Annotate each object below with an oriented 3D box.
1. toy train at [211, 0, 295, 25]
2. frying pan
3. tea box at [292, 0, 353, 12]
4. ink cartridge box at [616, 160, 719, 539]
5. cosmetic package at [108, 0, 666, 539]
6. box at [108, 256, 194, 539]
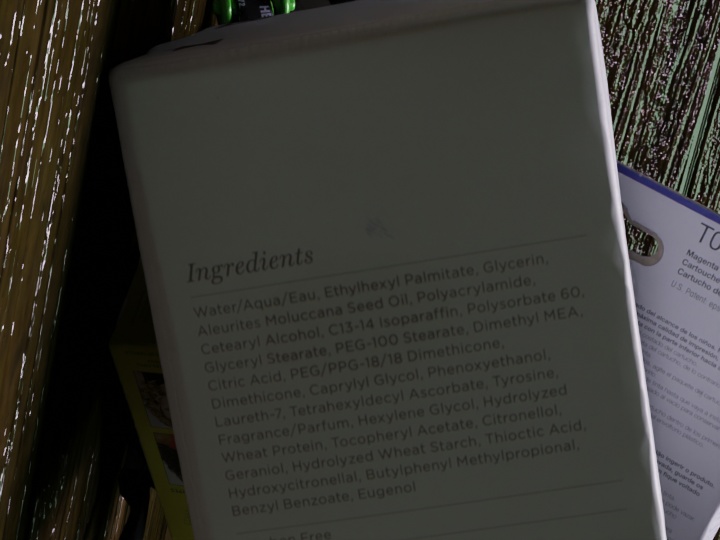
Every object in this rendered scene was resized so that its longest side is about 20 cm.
[{"bbox_3d":[-0.038,-0.051,0.781,0.057,0.041,0.202,107,-26,-57],"label":"toy train"},{"bbox_3d":[-0.100,0.092,0.833,0.115,0.031,0.192,81,23,-66],"label":"frying pan"},{"bbox_3d":[0.043,-0.220,0.991,0.201,0.132,0.198,-114,-151,-48],"label":"tea box"},{"bbox_3d":[0.082,0.046,0.745,0.202,0.195,0.043,-64,159,10],"label":"ink cartridge box"},{"bbox_3d":[0.017,0.001,0.624,0.165,0.163,0.203,-68,149,-76],"label":"cosmetic package"},{"bbox_3d":[-0.067,0.073,0.781,0.201,0.049,0.076,81,17,-45],"label":"box"}]
